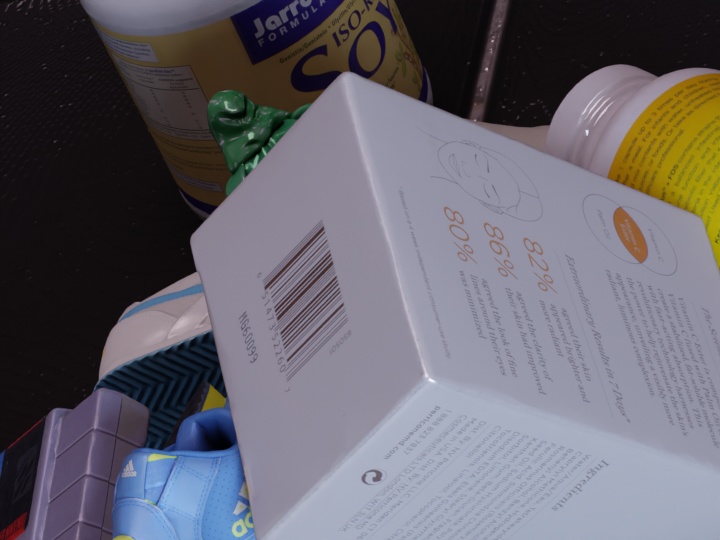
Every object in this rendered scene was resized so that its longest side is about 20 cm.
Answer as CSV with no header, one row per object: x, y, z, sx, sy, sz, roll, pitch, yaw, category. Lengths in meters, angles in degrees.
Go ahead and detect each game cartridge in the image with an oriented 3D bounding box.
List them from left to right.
-0.155,0.141,1.025,0.200,0.038,0.131,-38,41,44,game cartridge

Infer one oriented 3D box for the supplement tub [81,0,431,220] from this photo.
-0.059,-0.133,1.254,0.144,0.201,0.146,-16,39,13,supplement tub

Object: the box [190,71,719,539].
0.053,0.038,0.961,0.106,0.199,0.153,-45,42,31,box

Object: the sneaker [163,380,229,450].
-0.061,0.128,1.020,0.066,0.078,0.201,-52,11,37,sneaker

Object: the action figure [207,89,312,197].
0.000,0.000,1.083,0.118,0.200,0.055,-44,14,-25,action figure

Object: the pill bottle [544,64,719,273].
0.169,-0.026,1.089,0.104,0.105,0.200,-38,40,-16,pill bottle

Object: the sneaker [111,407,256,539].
-0.025,0.109,0.964,0.075,0.199,0.106,-6,78,36,sneaker

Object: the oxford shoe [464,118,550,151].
0.027,-0.054,1.200,0.198,0.058,0.075,-12,8,-16,oxford shoe

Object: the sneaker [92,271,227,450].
-0.032,0.021,1.177,0.198,0.077,0.081,-15,31,8,sneaker
